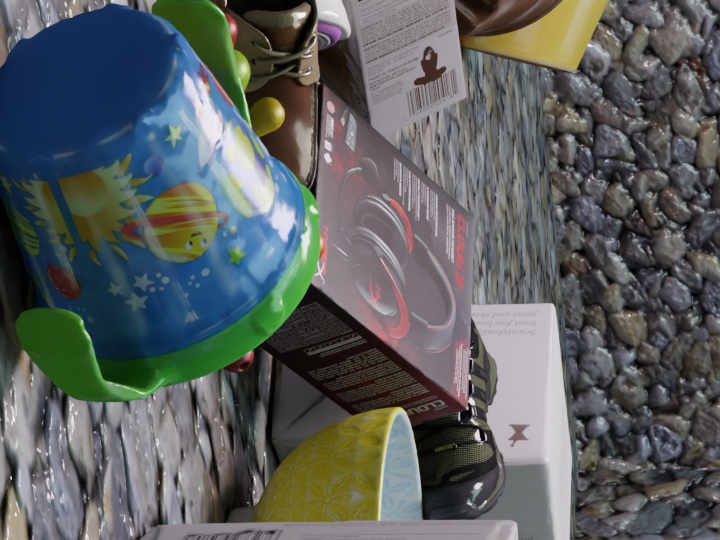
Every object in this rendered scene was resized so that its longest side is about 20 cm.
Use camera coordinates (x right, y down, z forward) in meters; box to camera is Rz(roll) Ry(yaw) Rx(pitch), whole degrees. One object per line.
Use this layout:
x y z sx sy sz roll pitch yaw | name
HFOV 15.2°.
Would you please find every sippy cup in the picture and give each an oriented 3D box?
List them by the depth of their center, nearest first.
-0.101 -0.040 1.181 0.178 0.139 0.131 62 -1 46 | sippy cup

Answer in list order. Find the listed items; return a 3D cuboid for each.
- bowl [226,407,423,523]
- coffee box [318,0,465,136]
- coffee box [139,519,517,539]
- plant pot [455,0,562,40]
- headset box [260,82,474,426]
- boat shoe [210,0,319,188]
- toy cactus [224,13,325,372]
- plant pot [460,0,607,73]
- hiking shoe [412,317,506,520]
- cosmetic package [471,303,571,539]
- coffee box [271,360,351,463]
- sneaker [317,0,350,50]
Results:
-0.025 0.184 1.644 0.200 0.107 0.201 -3 90 -81 | bowl
0.002 -0.205 1.795 0.114 0.080 0.200 49 -22 43 | coffee box
-0.025 0.243 1.333 0.200 0.199 0.199 -47 135 -78 | coffee box
0.069 -0.267 2.115 0.198 0.199 0.201 -43 131 -69 | plant pot
0.000 0.000 1.703 0.200 0.075 0.149 40 44 -43 | headset box
-0.059 -0.134 1.537 0.072 0.076 0.201 12 -63 63 | boat shoe
-0.075 -0.023 1.472 0.165 0.102 0.201 92 -8 -62 | toy cactus
0.190 -0.319 2.904 0.201 0.200 0.190 -8 113 -81 | plant pot
0.049 0.087 1.794 0.200 0.075 0.101 -90 161 -57 | hiking shoe
0.079 0.151 2.127 0.200 0.164 0.165 81 11 -46 | cosmetic package
-0.004 0.115 1.876 0.200 0.079 0.115 74 18 -57 | coffee box
-0.048 -0.198 1.673 0.200 0.075 0.100 61 30 -71 | sneaker
